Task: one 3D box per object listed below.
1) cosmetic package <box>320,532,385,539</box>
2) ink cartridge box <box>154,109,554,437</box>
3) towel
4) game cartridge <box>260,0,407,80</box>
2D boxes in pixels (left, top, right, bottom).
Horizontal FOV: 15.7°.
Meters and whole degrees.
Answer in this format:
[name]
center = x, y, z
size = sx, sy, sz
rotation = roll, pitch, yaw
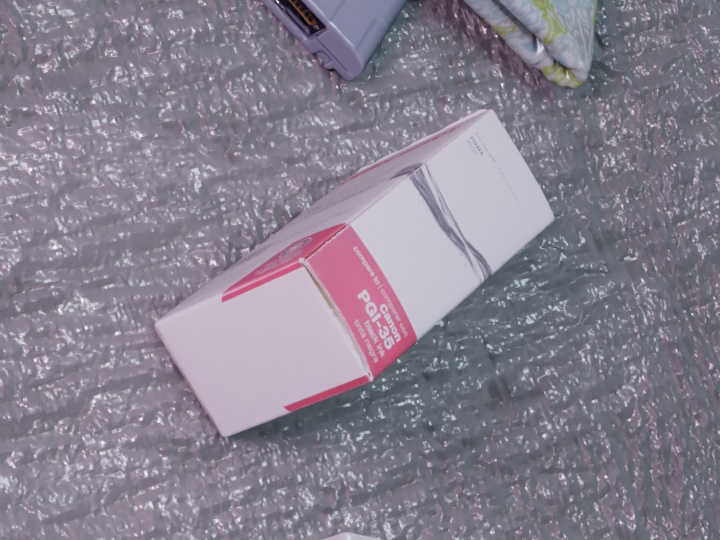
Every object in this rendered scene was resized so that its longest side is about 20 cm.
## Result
[cosmetic package]
center = 0.034, 0.268, 1.466
size = 0.198, 0.123, 0.201
rotation = 15, 62, -36
[ink cartridge box]
center = 0.000, 0.000, 1.526
size = 0.200, 0.146, 0.083
rotation = -38, 100, -43
[towel]
center = 0.097, -0.243, 1.754
size = 0.200, 0.048, 0.172
rotation = 40, 48, -36
[game cartridge]
center = -0.043, -0.233, 1.661
size = 0.200, 0.041, 0.133
rotation = 45, 45, -18
